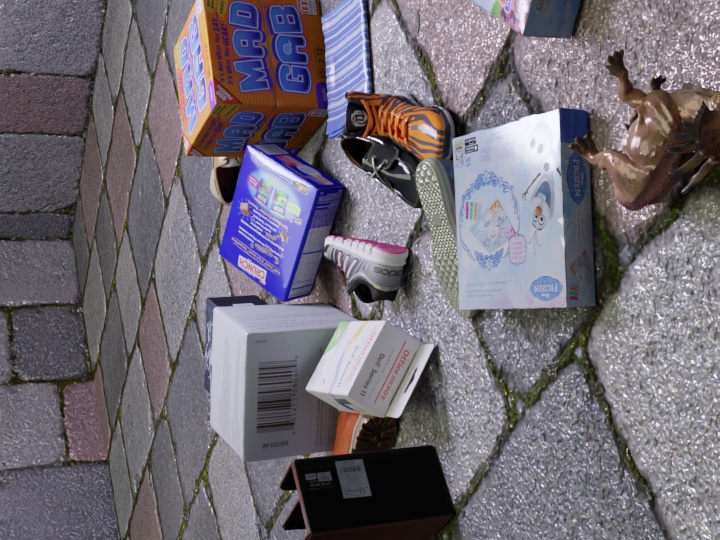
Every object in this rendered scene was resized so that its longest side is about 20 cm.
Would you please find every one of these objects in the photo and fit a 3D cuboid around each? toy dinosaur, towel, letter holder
[{"bbox_3d":[0.260,-0.101,0.923,0.136,0.085,0.201,63,152,32],"label":"toy dinosaur"},{"bbox_3d":[-0.023,-0.311,1.615,0.145,0.024,0.202,164,103,-65],"label":"towel"},{"bbox_3d":[-0.004,0.313,1.388,0.142,0.198,0.101,118,143,-48],"label":"letter holder"}]

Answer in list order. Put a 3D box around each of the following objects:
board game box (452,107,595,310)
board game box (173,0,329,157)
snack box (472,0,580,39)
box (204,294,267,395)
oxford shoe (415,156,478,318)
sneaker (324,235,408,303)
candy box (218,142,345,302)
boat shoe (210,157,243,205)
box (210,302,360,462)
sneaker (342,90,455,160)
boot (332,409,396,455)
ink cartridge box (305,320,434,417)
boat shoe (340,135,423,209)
[{"bbox_3d":[0.172,-0.058,1.151,0.200,0.043,0.201,-5,86,62],"label":"board game box"},{"bbox_3d":[-0.180,-0.318,1.754,0.200,0.198,0.201,142,123,-61],"label":"board game box"},{"bbox_3d":[0.169,-0.358,1.124,0.200,0.067,0.170,-124,39,-54],"label":"snack box"},{"bbox_3d":[-0.215,0.157,1.975,0.200,0.103,0.184,-154,64,-64],"label":"box"},{"bbox_3d":[0.119,-0.042,1.277,0.075,0.057,0.202,2,107,59],"label":"oxford shoe"},{"bbox_3d":[0.000,0.000,1.515,0.200,0.073,0.088,14,98,60],"label":"sneaker"},{"bbox_3d":[-0.130,-0.078,1.706,0.169,0.077,0.201,34,116,32],"label":"candy box"},{"bbox_3d":[-0.260,-0.223,2.106,0.066,0.073,0.201,-130,34,-50],"label":"boat shoe"},{"bbox_3d":[-0.115,0.164,1.633,0.171,0.198,0.201,23,113,62],"label":"box"},{"bbox_3d":[0.038,-0.183,1.373,0.200,0.111,0.078,-142,55,-60],"label":"sneaker"},{"bbox_3d":[-0.008,0.260,1.563,0.201,0.074,0.107,-69,28,26],"label":"boot"},{"bbox_3d":[0.010,0.132,1.451,0.118,0.067,0.200,-62,20,-15],"label":"ink cartridge box"},{"bbox_3d":[0.036,-0.136,1.436,0.200,0.067,0.072,-129,39,-49],"label":"boat shoe"}]
